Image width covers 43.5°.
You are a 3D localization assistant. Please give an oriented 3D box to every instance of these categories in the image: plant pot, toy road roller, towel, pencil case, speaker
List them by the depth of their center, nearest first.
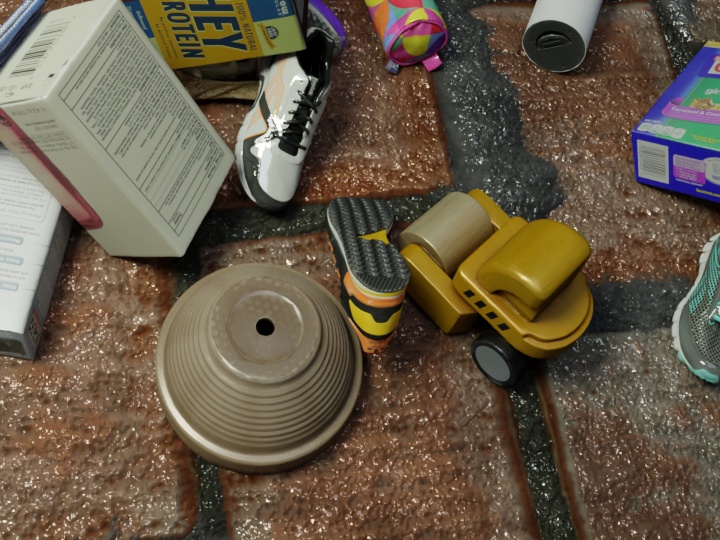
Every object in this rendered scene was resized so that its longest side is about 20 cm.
[{"bbox_3d":[-0.089,0.072,0.819,0.196,0.093,0.205,5,61,-9],"label":"plant pot"},{"bbox_3d":[-0.347,-0.174,0.848,0.024,0.199,0.147,35,56,-17],"label":"towel"},{"bbox_3d":[0.137,-0.005,0.873,0.122,0.147,0.200,-38,74,-27],"label":"toy road roller"},{"bbox_3d":[0.039,-0.336,1.075,0.086,0.089,0.204,-12,66,-17],"label":"pencil case"},{"bbox_3d":[0.263,-0.345,1.122,0.080,0.082,0.203,22,59,2],"label":"speaker"}]

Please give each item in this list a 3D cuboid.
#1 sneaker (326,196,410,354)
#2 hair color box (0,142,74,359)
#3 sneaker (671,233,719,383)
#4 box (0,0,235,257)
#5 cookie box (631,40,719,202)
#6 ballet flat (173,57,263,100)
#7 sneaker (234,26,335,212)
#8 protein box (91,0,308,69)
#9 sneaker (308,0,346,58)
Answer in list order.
[{"bbox_3d":[0.000,0.000,0.881,0.068,0.092,0.201,4,28,-11],"label":"sneaker"},{"bbox_3d":[-0.332,-0.027,0.844,0.096,0.061,0.204,9,60,-5],"label":"hair color box"},{"bbox_3d":[0.385,0.020,0.940,0.076,0.092,0.203,23,60,4],"label":"sneaker"},{"bbox_3d":[-0.226,-0.124,0.825,0.107,0.201,0.130,1,52,33],"label":"box"},{"bbox_3d":[0.430,-0.168,1.022,0.169,0.076,0.200,21,53,38],"label":"cookie box"},{"bbox_3d":[-0.131,-0.224,0.987,0.195,0.066,0.072,-9,59,-16],"label":"ballet flat"},{"bbox_3d":[-0.075,-0.162,0.930,0.073,0.079,0.205,17,76,-38],"label":"sneaker"},{"bbox_3d":[-0.158,-0.330,0.922,0.193,0.136,0.204,-6,53,8],"label":"protein box"},{"bbox_3d":[-0.079,-0.335,1.057,0.199,0.070,0.099,40,59,11],"label":"sneaker"}]
